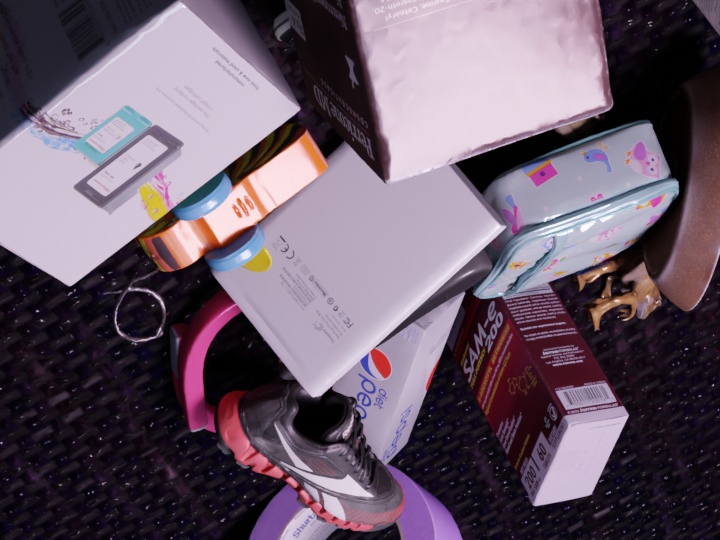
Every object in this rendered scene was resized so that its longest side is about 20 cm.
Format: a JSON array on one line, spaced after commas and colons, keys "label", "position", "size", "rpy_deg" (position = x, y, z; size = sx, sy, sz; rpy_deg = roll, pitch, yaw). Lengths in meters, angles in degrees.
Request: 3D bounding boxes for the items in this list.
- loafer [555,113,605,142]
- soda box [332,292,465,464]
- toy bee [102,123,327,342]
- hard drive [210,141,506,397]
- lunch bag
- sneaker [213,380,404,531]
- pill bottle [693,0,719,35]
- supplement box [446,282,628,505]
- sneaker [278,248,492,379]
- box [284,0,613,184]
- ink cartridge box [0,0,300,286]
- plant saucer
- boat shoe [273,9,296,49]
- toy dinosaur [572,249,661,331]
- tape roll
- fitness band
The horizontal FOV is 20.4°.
[{"label": "loafer", "position": [0.151, -0.168, 1.499], "size": [0.067, 0.076, 0.200], "rpy_deg": [-27, 144, 8]}, {"label": "soda box", "position": [0.023, 0.086, 1.707], "size": [0.068, 0.063, 0.200], "rpy_deg": [-42, 158, -44]}, {"label": "toy bee", "position": [-0.127, -0.044, 1.468], "size": [0.200, 0.109, 0.131], "rpy_deg": [-22, 113, -29]}, {"label": "hard drive", "position": [-0.004, -0.017, 1.531], "size": [0.200, 0.132, 0.026], "rpy_deg": [-43, 168, 15]}, {"label": "lunch bag", "position": [0.157, -0.041, 1.598], "size": [0.160, 0.077, 0.200], "rpy_deg": [-22, 168, -13]}, {"label": "sneaker", "position": [-0.023, 0.152, 1.660], "size": [0.098, 0.071, 0.200], "rpy_deg": [-30, 127, 34]}, {"label": "pill bottle", "position": [0.318, -0.198, 1.467], "size": [0.114, 0.200, 0.114], "rpy_deg": [-18, 142, -14]}, {"label": "supplement box", "position": [0.143, 0.085, 1.687], "size": [0.061, 0.200, 0.109], "rpy_deg": [-7, 138, -24]}, {"label": "sneaker", "position": [0.001, 0.000, 1.585], "size": [0.201, 0.108, 0.067], "rpy_deg": [-32, 167, 24]}, {"label": "box", "position": [0.044, -0.194, 1.279], "size": [0.164, 0.166, 0.200], "rpy_deg": [-19, 120, -13]}, {"label": "ink cartridge box", "position": [-0.176, -0.123, 1.285], "size": [0.200, 0.147, 0.146], "rpy_deg": [-36, 143, 11]}, {"label": "plant saucer", "position": [0.260, -0.069, 1.608], "size": [0.034, 0.200, 0.200], "rpy_deg": [9, 135, -4]}, {"label": "boat shoe", "position": [0.027, -0.157, 1.432], "size": [0.200, 0.062, 0.075], "rpy_deg": [7, 156, -39]}, {"label": "toy dinosaur", "position": [0.244, -0.001, 1.765], "size": [0.106, 0.060, 0.200], "rpy_deg": [-24, 167, -8]}, {"label": "tape roll", "position": [-0.007, 0.273, 1.813], "size": [0.200, 0.200, 0.066], "rpy_deg": [-36, 143, 10]}, {"label": "fitness band", "position": [-0.085, 0.070, 1.662], "size": [0.143, 0.037, 0.200], "rpy_deg": [-17, 143, -15]}]
